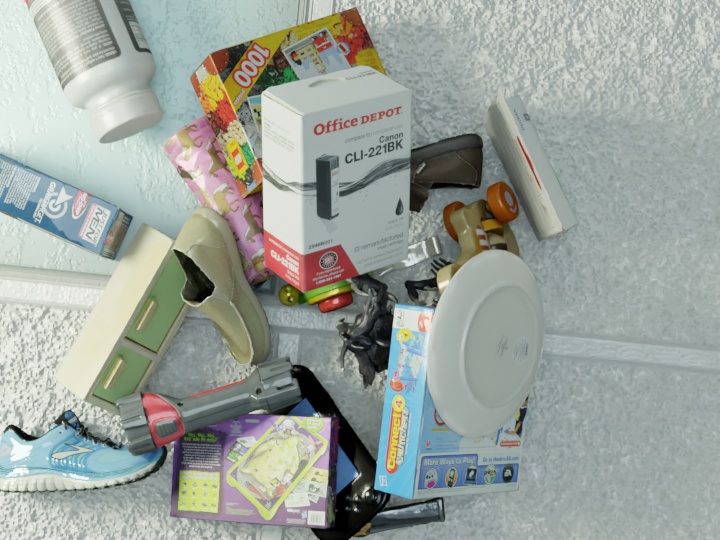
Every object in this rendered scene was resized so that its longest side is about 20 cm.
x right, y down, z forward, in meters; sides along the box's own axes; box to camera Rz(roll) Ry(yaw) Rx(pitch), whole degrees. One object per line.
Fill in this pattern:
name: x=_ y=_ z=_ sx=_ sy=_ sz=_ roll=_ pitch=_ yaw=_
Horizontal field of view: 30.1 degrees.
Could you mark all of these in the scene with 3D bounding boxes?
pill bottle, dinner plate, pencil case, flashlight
pill bottle: x=-0.299 y=-0.253 z=1.519 sx=0.109 sy=0.111 sz=0.202 roll=-24 pitch=87 yaw=-2
dinner plate: x=0.143 y=0.080 z=1.425 sx=0.024 sy=0.199 sz=0.203 roll=11 pitch=85 yaw=42
pencil case: x=-0.146 y=-0.082 z=1.522 sx=0.082 sy=0.086 sz=0.201 roll=-32 pitch=87 yaw=-23
flashlight: x=-0.167 y=0.145 z=1.479 sx=0.197 sy=0.068 sz=0.068 roll=-18 pitch=70 yaw=-7

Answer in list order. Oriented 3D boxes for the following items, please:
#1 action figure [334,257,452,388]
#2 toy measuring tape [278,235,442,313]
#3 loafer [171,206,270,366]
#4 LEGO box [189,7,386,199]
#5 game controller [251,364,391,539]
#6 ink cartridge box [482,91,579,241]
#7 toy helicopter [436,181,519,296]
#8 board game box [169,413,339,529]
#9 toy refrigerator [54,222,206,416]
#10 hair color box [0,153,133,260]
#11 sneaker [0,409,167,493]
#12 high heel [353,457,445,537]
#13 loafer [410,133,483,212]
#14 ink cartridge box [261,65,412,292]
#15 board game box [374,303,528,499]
action figure: x=0.029 y=0.054 z=1.477 sx=0.199 sy=0.101 sz=0.121 roll=-18 pitch=116 yaw=-42
toy measuring tape: x=0.000 y=0.000 z=1.528 sx=0.197 sy=0.074 sz=0.075 roll=-18 pitch=87 yaw=-2
loafer: x=-0.161 y=0.028 z=1.489 sx=0.068 sy=0.075 sz=0.202 roll=-35 pitch=120 yaw=-30
LEGO box: x=-0.068 y=-0.188 z=1.496 sx=0.198 sy=0.077 sz=0.151 roll=-24 pitch=87 yaw=-29
game controller: x=-0.051 y=0.205 z=1.499 sx=0.104 sy=0.042 sz=0.201 roll=-38 pitch=66 yaw=2
ink cartridge box: x=0.194 y=-0.117 z=1.473 sx=0.050 sy=0.200 sz=0.163 roll=-25 pitch=88 yaw=-3
toy helicopter: x=0.132 y=-0.004 z=1.480 sx=0.078 sy=0.200 sz=0.133 roll=-23 pitch=102 yaw=30
board game box: x=-0.120 y=0.220 z=1.495 sx=0.197 sy=0.032 sz=0.122 roll=0 pitch=87 yaw=23
toy refrigerator: x=-0.252 y=0.058 z=1.506 sx=0.070 sy=0.076 sz=0.202 roll=27 pitch=85 yaw=41
hair color box: x=-0.364 y=-0.080 z=1.512 sx=0.198 sy=0.100 sz=0.061 roll=24 pitch=87 yaw=1
sneaker: x=-0.317 y=0.202 z=1.509 sx=0.197 sy=0.078 sz=0.091 roll=-2 pitch=83 yaw=-1
high heel: x=0.013 y=0.198 z=1.522 sx=0.140 sy=0.071 sz=0.203 roll=-10 pitch=83 yaw=8
loafer: x=0.052 y=-0.100 z=1.533 sx=0.197 sy=0.073 sz=0.072 roll=-16 pitch=87 yaw=-1
ink cartridge box: x=-0.025 y=-0.099 z=1.417 sx=0.143 sy=0.083 sz=0.203 roll=-18 pitch=121 yaw=-31
board game box: x=0.107 y=0.142 z=1.460 sx=0.055 sy=0.199 sz=0.199 roll=6 pitch=89 yaw=41
